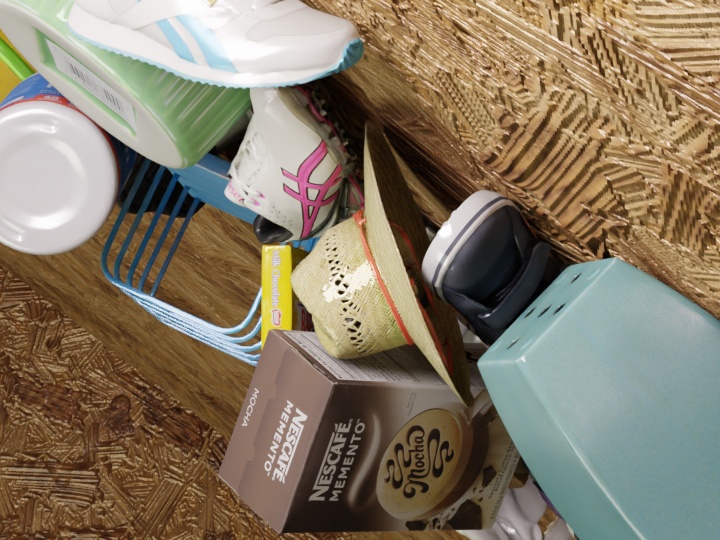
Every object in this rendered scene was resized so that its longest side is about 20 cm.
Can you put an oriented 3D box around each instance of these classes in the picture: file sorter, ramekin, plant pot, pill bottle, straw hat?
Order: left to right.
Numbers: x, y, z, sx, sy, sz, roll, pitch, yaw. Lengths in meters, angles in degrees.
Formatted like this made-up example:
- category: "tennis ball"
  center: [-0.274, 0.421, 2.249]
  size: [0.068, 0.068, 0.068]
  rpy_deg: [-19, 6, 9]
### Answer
- category: "pill bottle"
  center: [-0.224, -0.089, 1.673]
  size: [0.112, 0.112, 0.200]
  rpy_deg: [41, -168, -11]
- category: "ramekin"
  center: [-0.153, -0.159, 1.507]
  size: [0.199, 0.098, 0.200]
  rpy_deg: [37, 169, 9]
- category: "file sorter"
  center: [-0.111, -0.010, 1.780]
  size: [0.138, 0.123, 0.200]
  rpy_deg: [25, 174, 10]
- category: "straw hat"
  center: [0.002, 0.010, 1.450]
  size: [0.201, 0.084, 0.203]
  rpy_deg: [-21, -90, -82]
- category: "plant pot"
  center: [0.175, 0.097, 1.365]
  size: [0.200, 0.141, 0.141]
  rpy_deg: [46, 168, -7]

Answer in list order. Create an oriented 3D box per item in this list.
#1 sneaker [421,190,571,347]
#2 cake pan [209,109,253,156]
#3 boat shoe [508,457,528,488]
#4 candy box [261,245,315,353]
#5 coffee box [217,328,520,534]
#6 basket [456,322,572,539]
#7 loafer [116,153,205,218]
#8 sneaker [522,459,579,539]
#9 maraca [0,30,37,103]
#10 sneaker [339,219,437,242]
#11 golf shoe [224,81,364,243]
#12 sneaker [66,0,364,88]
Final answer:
- category: "sneaker"
  center: [0.097, 0.011, 1.431]
  size: [0.079, 0.079, 0.200]
  rpy_deg: [38, 177, 19]
- category: "cake pan"
  center: [-0.164, -0.156, 1.719]
  size: [0.200, 0.037, 0.200]
  rpy_deg: [37, 168, 9]
- category: "boat shoe"
  center: [0.054, 0.082, 1.652]
  size: [0.199, 0.072, 0.072]
  rpy_deg: [34, 163, -17]
- category: "candy box"
  center: [-0.043, 0.037, 1.678]
  size: [0.026, 0.103, 0.200]
  rpy_deg: [-3, 177, 10]
- category: "coffee box"
  center: [0.016, 0.110, 1.521]
  size: [0.199, 0.114, 0.080]
  rpy_deg: [4, -157, -42]
- category: "basket"
  center: [0.086, 0.127, 1.774]
  size: [0.200, 0.136, 0.123]
  rpy_deg: [44, 170, -22]
- category: "loafer"
  center: [-0.182, -0.090, 1.875]
  size: [0.071, 0.073, 0.200]
  rpy_deg: [42, -178, 16]
- category: "sneaker"
  center: [0.141, 0.116, 1.569]
  size: [0.088, 0.076, 0.201]
  rpy_deg: [45, 160, 22]
- category: "maraca"
  center: [-0.326, -0.183, 1.954]
  size: [0.137, 0.107, 0.200]
  rpy_deg: [52, 164, -25]
- category: "sneaker"
  center: [0.000, 0.000, 1.676]
  size: [0.077, 0.085, 0.200]
  rpy_deg: [39, 170, 0]
- category: "golf shoe"
  center: [-0.049, -0.070, 1.512]
  size: [0.073, 0.092, 0.200]
  rpy_deg: [61, 177, 26]
- category: "sneaker"
  center: [-0.089, -0.161, 1.337]
  size: [0.199, 0.081, 0.076]
  rpy_deg: [17, -157, 24]
